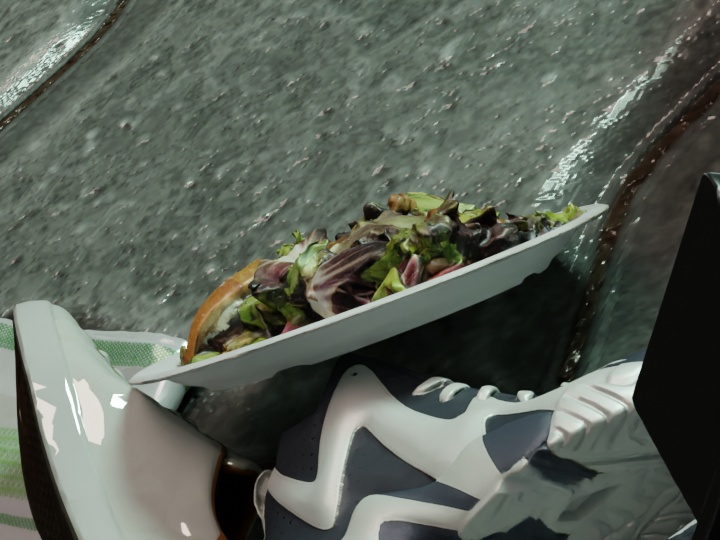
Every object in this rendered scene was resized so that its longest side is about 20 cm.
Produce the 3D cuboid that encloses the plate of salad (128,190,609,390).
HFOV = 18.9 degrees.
[{"bbox_3d":[0.000,0.000,0.842,0.199,0.048,0.200,-20,2,1],"label":"plate of salad"}]

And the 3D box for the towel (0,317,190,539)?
[{"bbox_3d":[-0.171,0.102,0.946,0.148,0.031,0.201,1,46,43],"label":"towel"}]

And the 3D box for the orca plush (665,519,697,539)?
[{"bbox_3d":[0.098,0.128,0.670,0.199,0.071,0.105,-33,-14,-18],"label":"orca plush"}]

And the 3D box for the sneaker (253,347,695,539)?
[{"bbox_3d":[0.043,0.057,0.768,0.199,0.079,0.130,-39,40,11],"label":"sneaker"}]

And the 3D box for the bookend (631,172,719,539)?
[{"bbox_3d":[0.164,0.006,0.624,0.197,0.093,0.200,6,29,-15],"label":"bookend"}]

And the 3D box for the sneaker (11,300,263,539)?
[{"bbox_3d":[-0.088,0.082,0.864,0.084,0.073,0.200,-10,41,-18],"label":"sneaker"}]
